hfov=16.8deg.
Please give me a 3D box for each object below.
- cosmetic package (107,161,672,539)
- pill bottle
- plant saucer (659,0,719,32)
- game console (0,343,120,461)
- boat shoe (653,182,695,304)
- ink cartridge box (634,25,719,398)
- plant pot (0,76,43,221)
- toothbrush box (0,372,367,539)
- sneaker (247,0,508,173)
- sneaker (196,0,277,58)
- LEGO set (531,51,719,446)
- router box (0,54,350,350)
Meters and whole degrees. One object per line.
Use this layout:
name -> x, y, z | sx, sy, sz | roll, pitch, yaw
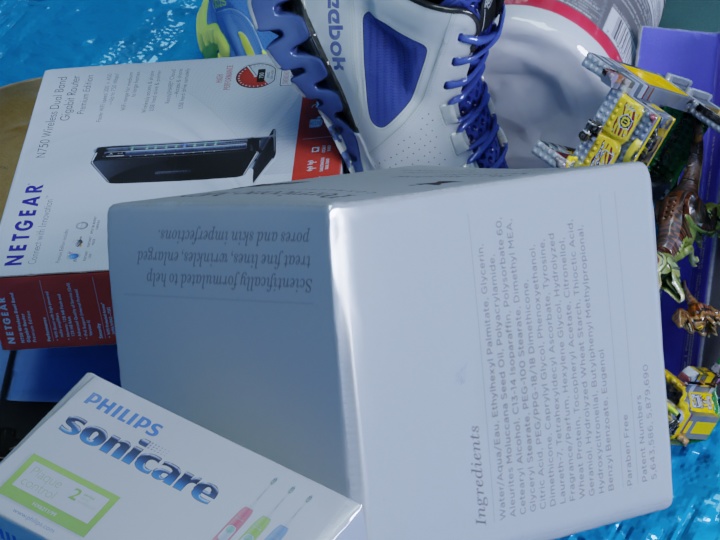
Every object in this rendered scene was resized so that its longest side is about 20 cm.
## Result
cosmetic package -> 0.014, 0.040, 1.117 | 0.199, 0.166, 0.164 | -8, 6, -41
pill bottle -> 0.112, -0.144, 1.374 | 0.110, 0.111, 0.200 | 8, 38, 14
plant saucer -> 0.208, -0.121, 1.383 | 0.070, 0.019, 0.200 | -27, 31, -4
game console -> -0.189, 0.045, 1.314 | 0.175, 0.031, 0.201 | -1, 41, 4
boat shoe -> 0.196, -0.051, 1.362 | 0.069, 0.071, 0.201 | 0, 42, 2
ink cartridge box -> 0.229, -0.026, 1.264 | 0.199, 0.043, 0.200 | 6, 84, 12
plant pot -> -0.155, -0.049, 1.392 | 0.198, 0.028, 0.201 | 3, 37, -2
toothbrush box -> -0.069, 0.161, 1.033 | 0.145, 0.201, 0.086 | 24, 51, 28
sneaker -> 0.040, -0.096, 1.254 | 0.115, 0.200, 0.081 | -30, 14, 36
sneaker -> -0.049, -0.134, 1.453 | 0.075, 0.106, 0.200 | -22, 43, -20
LEGO set -> 0.138, -0.011, 1.204 | 0.154, 0.200, 0.116 | 48, 22, 29
router box -> -0.094, -0.040, 1.300 | 0.178, 0.049, 0.201 | -4, 36, 6
